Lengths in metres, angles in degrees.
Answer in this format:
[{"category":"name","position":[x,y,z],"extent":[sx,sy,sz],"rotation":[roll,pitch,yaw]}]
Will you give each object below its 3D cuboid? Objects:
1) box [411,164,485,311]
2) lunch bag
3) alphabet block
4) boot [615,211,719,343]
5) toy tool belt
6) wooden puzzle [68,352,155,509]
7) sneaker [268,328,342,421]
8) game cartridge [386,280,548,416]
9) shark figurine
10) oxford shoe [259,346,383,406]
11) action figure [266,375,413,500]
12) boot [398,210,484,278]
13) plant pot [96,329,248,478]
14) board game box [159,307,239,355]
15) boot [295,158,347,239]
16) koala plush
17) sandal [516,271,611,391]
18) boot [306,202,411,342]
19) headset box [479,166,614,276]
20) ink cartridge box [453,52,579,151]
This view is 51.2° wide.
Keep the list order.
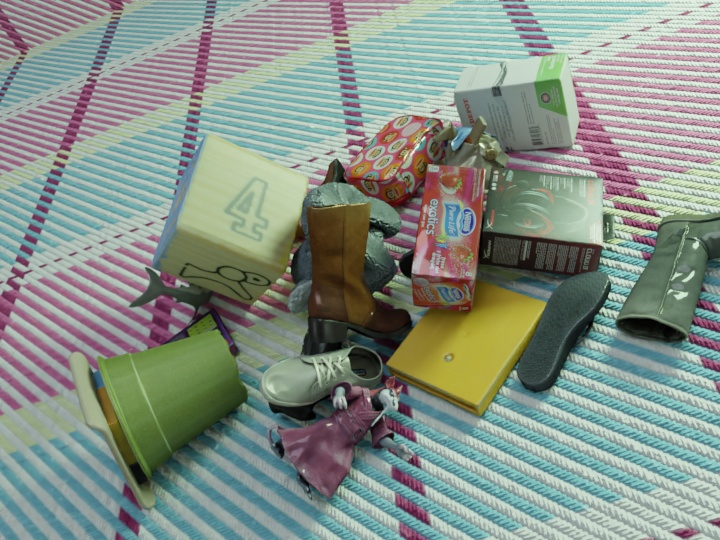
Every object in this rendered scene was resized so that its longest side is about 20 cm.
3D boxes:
[{"category":"box","position":[0.136,-0.051,1.146],"extent":[0.093,0.100,0.203],"rotation":[6,60,9]},{"category":"lunch bag","position":[0.061,-0.218,1.461],"extent":[0.174,0.083,0.201],"rotation":[15,56,46]},{"category":"alphabet block","position":[-0.229,-0.083,1.318],"extent":[0.195,0.197,0.200],"rotation":[-34,39,57]},{"category":"boot","position":[0.456,0.007,1.015],"extent":[0.180,0.073,0.201],"rotation":[-6,36,44]},{"category":"toy tool belt","position":[0.188,-0.218,1.321],"extent":[0.122,0.126,0.200],"rotation":[-6,19,-8]},{"category":"wooden puzzle","position":[-0.371,0.238,1.139],"extent":[0.037,0.203,0.185],"rotation":[-27,39,-13]},{"category":"sneaker","position":[-0.058,0.149,1.168],"extent":[0.089,0.076,0.202],"rotation":[18,64,29]},{"category":"game cartridge","position":[0.160,0.103,1.116],"extent":[0.174,0.033,0.200],"rotation":[19,56,41]},{"category":"shark figurine","position":[-0.319,0.056,1.381],"extent":[0.126,0.214,0.091],"rotation":[26,100,12]},{"category":"oxford shoe","position":[-0.051,0.148,1.089],"extent":[0.196,0.058,0.076],"rotation":[-5,62,-26]},{"category":"action figure","position":[-0.017,0.225,1.054],"extent":[0.199,0.135,0.149],"rotation":[-38,10,-16]},{"category":"boot","position":[0.141,-0.074,1.290],"extent":[0.196,0.070,0.175],"rotation":[-20,38,-3]},{"category":"plant pot","position":[-0.283,0.187,1.177],"extent":[0.187,0.203,0.200],"rotation":[-24,38,-17]},{"category":"board game box","position":[-0.318,0.161,1.324],"extent":[0.198,0.033,0.120],"rotation":[-35,36,-7]},{"category":"boot","position":[-0.114,-0.127,1.505],"extent":[0.197,0.069,0.191],"rotation":[-21,47,20]},{"category":"koala plush","position":[-0.055,-0.029,1.280],"extent":[0.200,0.182,0.179],"rotation":[-47,21,38]},{"category":"sandal","position":[0.286,0.085,1.060],"extent":[0.076,0.043,0.201],"rotation":[21,69,51]},{"category":"boot","position":[0.000,0.000,1.139],"extent":[0.185,0.205,0.068],"rotation":[-1,3,-26]},{"category":"headset box","position":[0.289,-0.075,1.157],"extent":[0.196,0.076,0.150],"rotation":[8,50,11]},{"category":"ink cartridge box","position":[0.286,-0.300,1.374],"extent":[0.196,0.147,0.085],"rotation":[0,46,29]}]
